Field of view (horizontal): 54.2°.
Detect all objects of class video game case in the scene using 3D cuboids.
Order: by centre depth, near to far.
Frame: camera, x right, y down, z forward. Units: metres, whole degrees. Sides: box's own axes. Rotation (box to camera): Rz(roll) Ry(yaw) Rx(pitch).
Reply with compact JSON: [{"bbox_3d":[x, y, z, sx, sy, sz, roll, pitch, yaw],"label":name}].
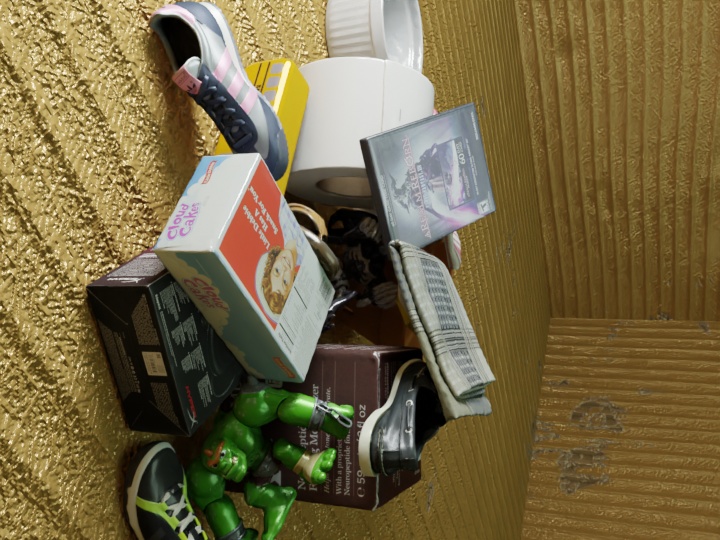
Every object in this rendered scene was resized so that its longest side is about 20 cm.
[{"bbox_3d":[0.089,-0.113,0.864,0.198,0.019,0.145,-26,107,-39],"label":"video game case"}]

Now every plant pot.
[{"bbox_3d":[0.047,0.030,1.090,0.200,0.138,0.203,-46,145,-46],"label":"plant pot"}]

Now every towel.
[{"bbox_3d":[0.099,0.068,0.790,0.192,0.034,0.203,21,49,-69],"label":"towel"},{"bbox_3d":[0.120,-0.120,1.008,0.202,0.029,0.148,-92,169,-48],"label":"towel"}]

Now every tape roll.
[{"bbox_3d":[-0.003,-0.174,0.932,0.202,0.199,0.142,24,67,-65],"label":"tape roll"}]

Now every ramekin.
[{"bbox_3d":[0.022,-0.375,1.118,0.200,0.103,0.205,-1,90,-68],"label":"ramekin"}]

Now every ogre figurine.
[{"bbox_3d":[-0.107,0.198,0.722,0.201,0.119,0.098,-52,-173,27],"label":"ogre figurine"}]

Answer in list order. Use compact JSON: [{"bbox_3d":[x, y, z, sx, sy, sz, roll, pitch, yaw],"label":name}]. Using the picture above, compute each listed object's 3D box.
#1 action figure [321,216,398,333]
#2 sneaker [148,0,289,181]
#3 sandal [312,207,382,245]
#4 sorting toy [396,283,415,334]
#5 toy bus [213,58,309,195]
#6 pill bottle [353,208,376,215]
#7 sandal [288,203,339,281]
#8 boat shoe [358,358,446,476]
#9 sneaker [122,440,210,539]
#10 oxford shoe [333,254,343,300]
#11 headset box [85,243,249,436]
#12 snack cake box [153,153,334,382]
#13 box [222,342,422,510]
[{"bbox_3d":[0.000,0.000,0.904,0.200,0.101,0.120,-38,108,-47],"label":"action figure"},{"bbox_3d":[-0.146,-0.174,0.705,0.082,0.070,0.202,-27,86,-55],"label":"sneaker"},{"bbox_3d":[0.000,-0.071,1.038,0.198,0.075,0.049,-13,106,-40],"label":"sandal"},{"bbox_3d":[0.089,0.054,0.910,0.186,0.036,0.202,-78,145,-61],"label":"sorting toy"},{"bbox_3d":[-0.119,-0.140,0.804,0.065,0.077,0.203,51,44,-56],"label":"toy bus"},{"bbox_3d":[0.049,-0.079,1.181,0.201,0.102,0.105,65,33,-45],"label":"pill bottle"},{"bbox_3d":[-0.068,-0.043,0.807,0.055,0.200,0.082,-43,110,-7],"label":"sandal"},{"bbox_3d":[0.061,0.150,0.740,0.199,0.065,0.076,-29,114,-65],"label":"boat shoe"},{"bbox_3d":[-0.166,0.259,0.679,0.072,0.081,0.204,-36,123,-63],"label":"sneaker"},{"bbox_3d":[-0.072,0.015,0.932,0.200,0.070,0.073,-48,129,-57],"label":"oxford shoe"},{"bbox_3d":[-0.161,0.043,0.704,0.200,0.076,0.152,-50,135,-59],"label":"headset box"},{"bbox_3d":[-0.100,0.004,0.669,0.201,0.066,0.116,64,36,-45],"label":"snack cake box"},{"bbox_3d":[-0.040,0.173,0.837,0.164,0.196,0.170,9,81,-67],"label":"box"}]
